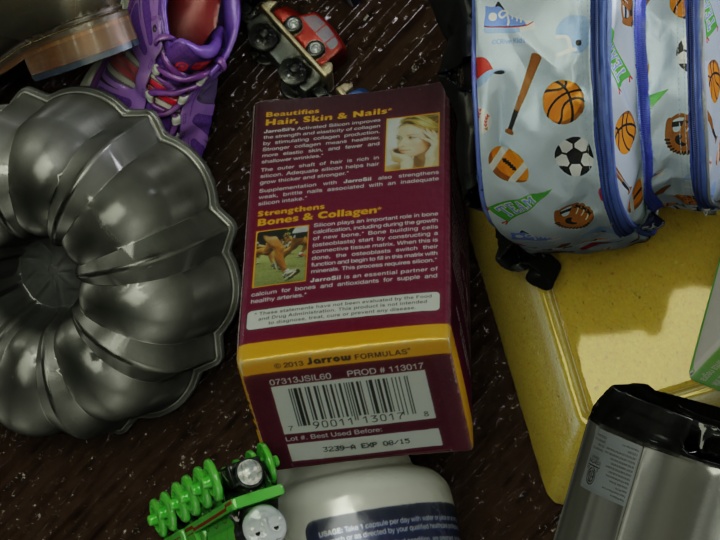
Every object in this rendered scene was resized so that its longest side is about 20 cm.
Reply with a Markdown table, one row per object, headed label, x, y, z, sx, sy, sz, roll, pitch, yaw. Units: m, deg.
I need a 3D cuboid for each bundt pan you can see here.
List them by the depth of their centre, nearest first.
| label | x | y | z | sx | sy | sz | roll | pitch | yaw |
| --- | --- | --- | --- | --- | --- | --- | --- | --- | --- |
| bundt pan | -0.170 | 0.003 | 1.492 | 0.201 | 0.076 | 0.202 | 4 | 104 | 17 |

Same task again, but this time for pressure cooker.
| label | x | y | z | sx | sy | sz | roll | pitch | yaw |
| --- | --- | --- | --- | --- | --- | --- | --- | --- | --- |
| pressure cooker | 0.174 | 0.172 | 1.387 | 0.178 | 0.176 | 0.201 | 16 | 92 | 10 |

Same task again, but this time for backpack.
| label | x | y | z | sx | sy | sz | roll | pitch | yaw |
| --- | --- | --- | --- | --- | --- | --- | --- | --- | --- |
| backpack | 0.112 | -0.094 | 1.381 | 0.154 | 0.190 | 0.201 | -8 | 89 | 19 |

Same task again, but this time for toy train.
| label | x | y | z | sx | sy | sz | roll | pitch | yaw |
| --- | --- | --- | --- | --- | --- | --- | --- | --- | --- |
| toy train | -0.074 | 0.132 | 1.434 | 0.042 | 0.200 | 0.057 | -16 | 83 | -17 |
| toy train | -0.033 | -0.125 | 1.559 | 0.046 | 0.034 | 0.200 | -38 | 75 | -11 |

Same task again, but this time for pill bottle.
| label | x | y | z | sx | sy | sz | roll | pitch | yaw |
| --- | --- | --- | --- | --- | --- | --- | --- | --- | --- |
| pill bottle | 0.003 | 0.168 | 1.453 | 0.111 | 0.111 | 0.201 | -12 | 77 | 7 |

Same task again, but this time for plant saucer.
| label | x | y | z | sx | sy | sz | roll | pitch | yaw |
| --- | --- | --- | --- | --- | --- | --- | --- | --- | --- |
| plant saucer | 0.169 | 0.005 | 1.491 | 0.199 | 0.048 | 0.200 | -18 | 76 | 6 |

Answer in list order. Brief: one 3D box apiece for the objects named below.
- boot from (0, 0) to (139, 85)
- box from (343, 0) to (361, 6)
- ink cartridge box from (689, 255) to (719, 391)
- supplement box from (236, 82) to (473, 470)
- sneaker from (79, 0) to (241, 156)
| label | x | y | z | sx | sy | sz | roll | pitch | yaw |
| --- | --- | --- | --- | --- | --- | --- | --- | --- | --- |
| boot | -0.204 | -0.152 | 1.525 | 0.200 | 0.075 | 0.097 | -8 | 104 | 45 |
| box | -0.030 | -0.277 | 1.550 | 0.148 | 0.107 | 0.200 | -45 | 76 | -1 |
| ink cartridge box | 0.286 | 0.018 | 1.394 | 0.200 | 0.084 | 0.146 | 23 | 60 | -6 |
| supplement box | 0.000 | 0.000 | 1.434 | 0.110 | 0.086 | 0.200 | -6 | 44 | 8 |
| sneaker | -0.110 | -0.107 | 1.514 | 0.080 | 0.083 | 0.201 | 7 | 105 | -19 |
